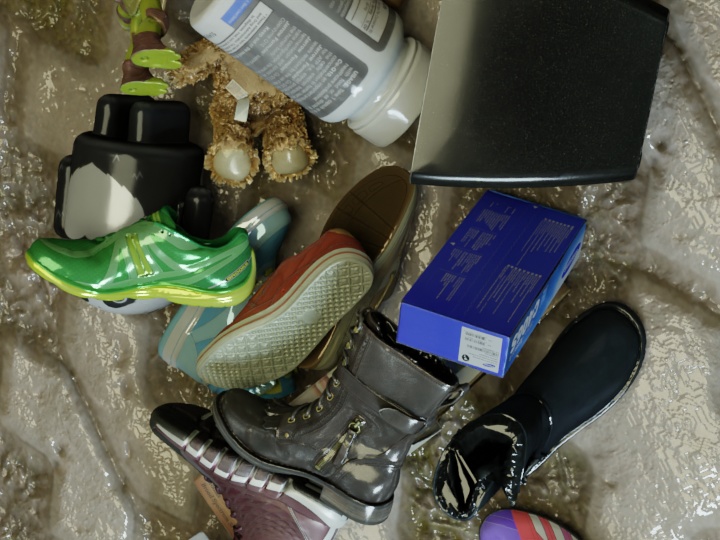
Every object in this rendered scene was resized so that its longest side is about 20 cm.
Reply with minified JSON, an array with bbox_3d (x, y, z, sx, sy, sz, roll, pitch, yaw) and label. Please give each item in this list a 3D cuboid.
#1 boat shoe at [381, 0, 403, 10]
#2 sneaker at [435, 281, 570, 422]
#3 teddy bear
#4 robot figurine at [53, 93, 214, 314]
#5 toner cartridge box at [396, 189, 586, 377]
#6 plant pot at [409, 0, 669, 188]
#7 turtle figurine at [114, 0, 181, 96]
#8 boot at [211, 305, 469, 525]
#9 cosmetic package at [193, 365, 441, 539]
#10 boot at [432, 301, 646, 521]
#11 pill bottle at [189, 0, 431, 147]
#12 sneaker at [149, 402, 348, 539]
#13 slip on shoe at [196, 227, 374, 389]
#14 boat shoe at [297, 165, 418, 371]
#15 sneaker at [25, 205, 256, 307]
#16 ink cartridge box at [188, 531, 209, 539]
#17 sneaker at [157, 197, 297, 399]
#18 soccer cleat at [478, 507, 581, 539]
[{"bbox_3d":[-0.039,-0.301,1.468,0.200,0.072,0.072,28,92,15],"label":"boat shoe"},{"bbox_3d":[0.082,0.052,1.433,0.200,0.067,0.090,-42,81,-8],"label":"sneaker"},{"bbox_3d":[-0.097,-0.172,1.496,0.145,0.067,0.201,-23,87,6],"label":"teddy bear"},{"bbox_3d":[-0.210,-0.059,1.526,0.124,0.150,0.201,5,100,-18],"label":"robot figurine"},{"bbox_3d":[0.111,0.007,1.378,0.095,0.200,0.043,19,126,17],"label":"toner cartridge box"},{"bbox_3d":[0.151,-0.163,1.354,0.177,0.200,0.200,11,101,7],"label":"plant pot"},{"bbox_3d":[-0.183,-0.247,1.463,0.200,0.064,0.162,-34,50,49],"label":"turtle figurine"},{"bbox_3d":[-0.018,0.102,1.392,0.200,0.069,0.174,29,120,13],"label":"boot"},{"bbox_3d":[-0.040,0.167,1.514,0.200,0.087,0.103,-40,82,20],"label":"cosmetic package"},{"bbox_3d":[0.153,0.119,1.395,0.076,0.168,0.200,44,108,10],"label":"boot"},{"bbox_3d":[-0.035,-0.198,1.415,0.200,0.114,0.114,35,110,-19],"label":"pill bottle"},{"bbox_3d":[-0.113,0.206,1.462,0.200,0.076,0.116,28,110,14],"label":"sneaker"},{"bbox_3d":[-0.067,0.036,1.456,0.074,0.061,0.200,33,118,-32],"label":"slip on shoe"},{"bbox_3d":[0.000,0.000,1.492,0.072,0.065,0.200,32,99,35],"label":"boat shoe"},{"bbox_3d":[-0.189,-0.017,1.440,0.199,0.074,0.084,3,105,-13],"label":"sneaker"},{"bbox_3d":[-0.110,0.346,1.534,0.047,0.200,0.198,-35,81,-16],"label":"ink cartridge box"},{"bbox_3d":[-0.088,0.040,1.523,0.130,0.079,0.200,40,118,13],"label":"sneaker"},{"bbox_3d":[0.185,0.281,1.454,0.200,0.073,0.068,38,108,12],"label":"soccer cleat"}]
